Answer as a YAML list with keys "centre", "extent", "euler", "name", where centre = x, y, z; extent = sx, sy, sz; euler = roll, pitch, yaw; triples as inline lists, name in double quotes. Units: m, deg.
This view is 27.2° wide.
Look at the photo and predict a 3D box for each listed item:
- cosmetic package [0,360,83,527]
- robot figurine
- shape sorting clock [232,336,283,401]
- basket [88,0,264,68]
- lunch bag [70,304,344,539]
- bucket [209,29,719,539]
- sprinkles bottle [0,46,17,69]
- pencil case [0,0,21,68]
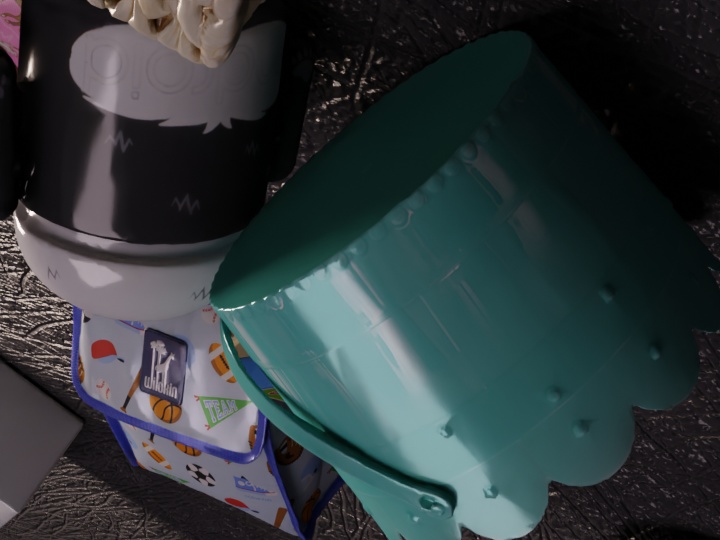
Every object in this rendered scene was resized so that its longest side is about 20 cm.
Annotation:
- centre: [-0.422, 0.166, 1.583]
  extent: [0.199, 0.123, 0.200]
  euler: [38, 154, -7]
  name: "cosmetic package"
- centre: [-0.101, -0.076, 0.698]
  extent: [0.149, 0.125, 0.202]
  euler: [8, 114, 0]
  name: "robot figurine"
- centre: [0.023, 0.053, 0.854]
  extent: [0.198, 0.040, 0.200]
  euler: [1, 164, 0]
  name: "shape sorting clock"
- centre: [-0.047, -0.196, 0.390]
  extent: [0.160, 0.201, 0.198]
  euler: [33, 156, -1]
  name: "basket"
- centre: [-0.100, 0.075, 1.026]
  extent: [0.169, 0.124, 0.201]
  euler: [18, 145, 25]
  name: "lunch bag"
- centre: [0.041, 0.005, 0.643]
  extent: [0.135, 0.207, 0.207]
  euler: [50, 152, -15]
  name: "bucket"
- centre: [-0.232, -0.119, 0.752]
  extent: [0.068, 0.069, 0.200]
  euler: [29, 174, 10]
  name: "sprinkles bottle"
- centre: [-0.162, -0.150, 0.754]
  extent: [0.201, 0.083, 0.087]
  euler: [55, 176, -37]
  name: "pencil case"
